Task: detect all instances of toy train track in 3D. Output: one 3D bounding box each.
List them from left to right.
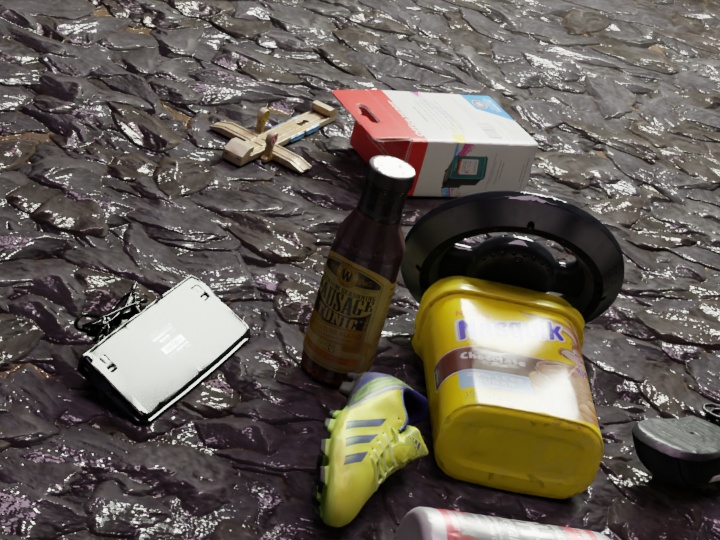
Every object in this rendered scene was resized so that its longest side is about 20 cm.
[{"bbox_3d":[-0.079,-0.151,2.222,0.114,0.033,0.200,27,28,19],"label":"toy train track"}]

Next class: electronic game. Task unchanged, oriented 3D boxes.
[{"bbox_3d":[0.134,-0.002,1.894,0.198,0.201,0.042,13,52,-7],"label":"electronic game"}]

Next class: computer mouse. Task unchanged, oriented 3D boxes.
[{"bbox_3d":[0.316,0.169,1.834,0.140,0.046,0.199,27,17,28],"label":"computer mouse"}]

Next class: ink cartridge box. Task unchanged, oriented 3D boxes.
[{"bbox_3d":[0.070,-0.132,2.232,0.198,0.068,0.116,0,30,-29],"label":"ink cartridge box"}]

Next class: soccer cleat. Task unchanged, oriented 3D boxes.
[{"bbox_3d":[0.011,0.139,1.688,0.083,0.065,0.200,14,26,4],"label":"soccer cleat"}]

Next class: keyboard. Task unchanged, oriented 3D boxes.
[{"bbox_3d":[-0.174,0.062,1.780,0.104,0.040,0.200,45,30,4],"label":"keyboard"}]

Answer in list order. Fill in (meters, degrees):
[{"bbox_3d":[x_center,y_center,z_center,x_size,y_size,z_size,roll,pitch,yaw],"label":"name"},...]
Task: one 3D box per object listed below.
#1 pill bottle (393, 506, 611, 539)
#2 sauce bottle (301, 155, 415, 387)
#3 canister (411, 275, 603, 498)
[{"bbox_3d":[0.123,0.235,1.521,0.198,0.112,0.111,10,27,-14],"label":"pill bottle"},{"bbox_3d":[0.000,0.000,1.796,0.065,0.202,0.066,11,27,-6],"label":"sauce bottle"},{"bbox_3d":[0.125,0.098,1.811,0.147,0.087,0.201,12,29,-9],"label":"canister"}]
